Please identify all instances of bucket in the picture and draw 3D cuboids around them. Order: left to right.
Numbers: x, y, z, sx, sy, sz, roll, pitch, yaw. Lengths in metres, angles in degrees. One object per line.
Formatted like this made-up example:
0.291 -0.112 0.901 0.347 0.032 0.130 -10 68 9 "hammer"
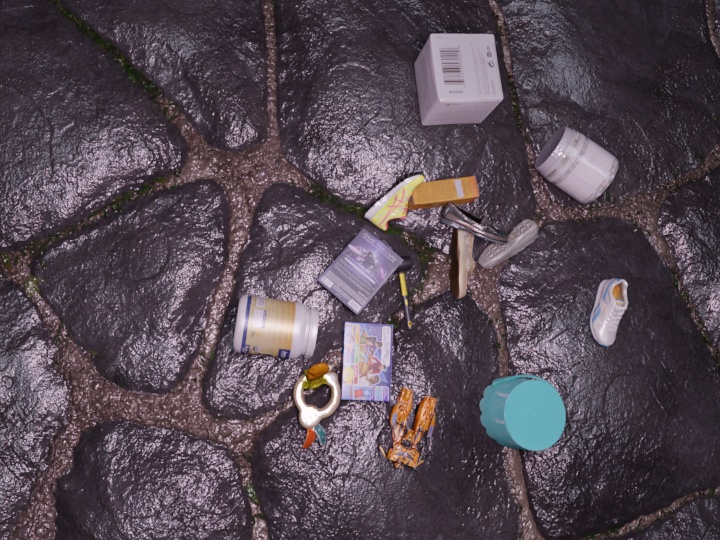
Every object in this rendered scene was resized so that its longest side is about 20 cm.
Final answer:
0.435 0.380 1.588 0.205 0.135 0.210 2 81 -13 "bucket"

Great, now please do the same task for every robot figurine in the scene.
0.125 0.418 1.555 0.143 0.058 0.202 19 76 -7 "robot figurine"

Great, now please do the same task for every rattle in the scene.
-0.104 0.342 1.483 0.129 0.142 0.202 21 70 -24 "rattle"

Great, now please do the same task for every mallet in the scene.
0.110 0.061 1.630 0.065 0.041 0.203 -1 84 -11 "mallet"

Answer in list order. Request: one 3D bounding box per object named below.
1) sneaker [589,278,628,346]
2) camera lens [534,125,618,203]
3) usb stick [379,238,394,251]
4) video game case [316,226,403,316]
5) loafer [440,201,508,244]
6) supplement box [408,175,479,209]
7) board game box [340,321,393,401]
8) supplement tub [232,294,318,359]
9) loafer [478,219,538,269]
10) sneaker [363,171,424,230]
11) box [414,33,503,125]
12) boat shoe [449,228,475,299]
0.722 0.119 1.724 0.076 0.081 0.202 13 79 -11 "sneaker"
0.632 -0.305 1.739 0.199 0.160 0.161 33 75 -5 "camera lens"
0.008 -0.012 1.620 0.199 0.033 0.056 -39 88 -15 "usb stick"
0.000 0.000 1.590 0.143 0.019 0.200 39 72 6 "video game case"
0.323 -0.131 1.653 0.198 0.072 0.064 20 108 3 "loafer"
0.230 -0.219 1.688 0.198 0.067 0.070 -10 82 -14 "supplement box"
0.016 0.241 1.575 0.134 0.034 0.203 5 80 -11 "board game box"
-0.211 0.144 1.488 0.198 0.144 0.146 8 78 -10 "supplement tub"
0.426 -0.064 1.700 0.199 0.070 0.070 -35 129 -1 "loafer"
0.107 -0.188 1.629 0.200 0.078 0.090 -40 98 21 "sneaker"
0.275 -0.540 1.700 0.197 0.171 0.202 -4 81 -13 "box"
0.290 -0.019 1.663 0.064 0.072 0.202 7 72 -12 "boat shoe"
